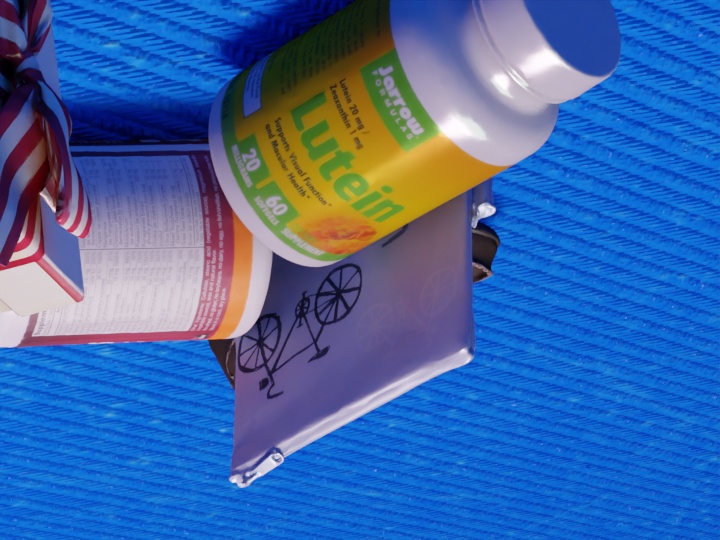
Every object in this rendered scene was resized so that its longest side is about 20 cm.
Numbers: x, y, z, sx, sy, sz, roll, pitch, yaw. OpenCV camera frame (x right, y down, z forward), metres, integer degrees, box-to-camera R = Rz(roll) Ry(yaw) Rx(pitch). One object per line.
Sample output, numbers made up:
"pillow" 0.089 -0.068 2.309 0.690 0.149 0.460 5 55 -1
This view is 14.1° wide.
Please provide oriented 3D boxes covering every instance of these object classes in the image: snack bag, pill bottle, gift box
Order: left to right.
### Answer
"gift box" -0.225 -0.067 1.308 0.186 0.185 0.200 -13 163 9
"pill bottle" -0.156 -0.015 1.545 0.199 0.110 0.110 -2 155 -21
"snack bag" 0.000 0.000 1.549 0.021 0.200 0.188 29 136 -35
"pill bottle" 0.029 -0.090 1.460 0.200 0.111 0.111 -29 151 34

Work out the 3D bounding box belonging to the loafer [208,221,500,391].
"loafer" -0.002 0.026 1.753 0.200 0.072 0.073 -22 154 23
